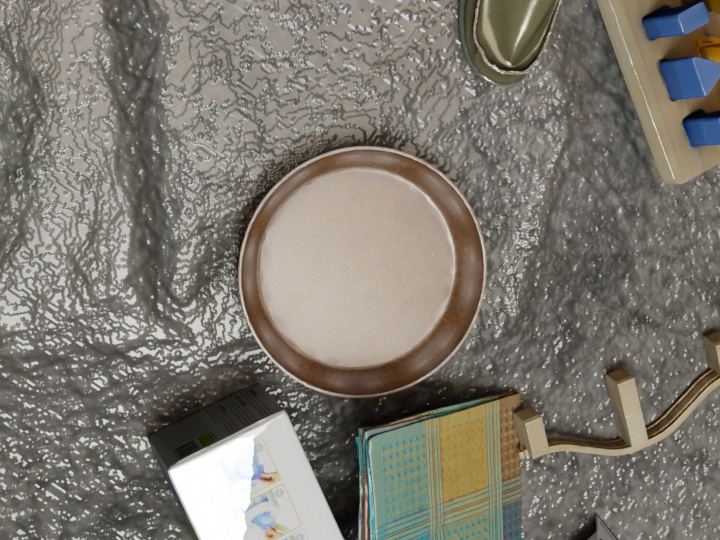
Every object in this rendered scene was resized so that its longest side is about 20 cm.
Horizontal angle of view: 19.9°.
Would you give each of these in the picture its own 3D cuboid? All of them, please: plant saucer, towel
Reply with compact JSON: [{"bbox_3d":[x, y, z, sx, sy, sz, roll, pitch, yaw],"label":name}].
[{"bbox_3d":[0.000,0.000,1.621,0.200,0.034,0.200,-2,98,-11],"label":"plant saucer"},{"bbox_3d":[0.064,0.179,1.610,0.200,0.022,0.147,-11,104,-50],"label":"towel"}]

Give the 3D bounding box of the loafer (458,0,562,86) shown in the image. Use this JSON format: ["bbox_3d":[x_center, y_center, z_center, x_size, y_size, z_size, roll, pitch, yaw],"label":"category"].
[{"bbox_3d":[0.128,-0.242,1.592,0.075,0.070,0.200,10,96,-13],"label":"loafer"}]

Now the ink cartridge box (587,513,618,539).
[{"bbox_3d":[0.205,0.281,1.632,0.037,0.200,0.095,-33,105,19],"label":"ink cartridge box"}]

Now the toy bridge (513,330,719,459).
[{"bbox_3d":[0.219,0.115,1.682,0.200,0.027,0.067,-21,113,-13],"label":"toy bridge"}]

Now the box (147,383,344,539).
[{"bbox_3d":[-0.074,0.206,1.595,0.101,0.112,0.200,-26,103,-9],"label":"box"}]

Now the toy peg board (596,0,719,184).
[{"bbox_3d":[0.304,-0.198,1.592,0.199,0.098,0.200,-28,103,-26],"label":"toy peg board"}]
